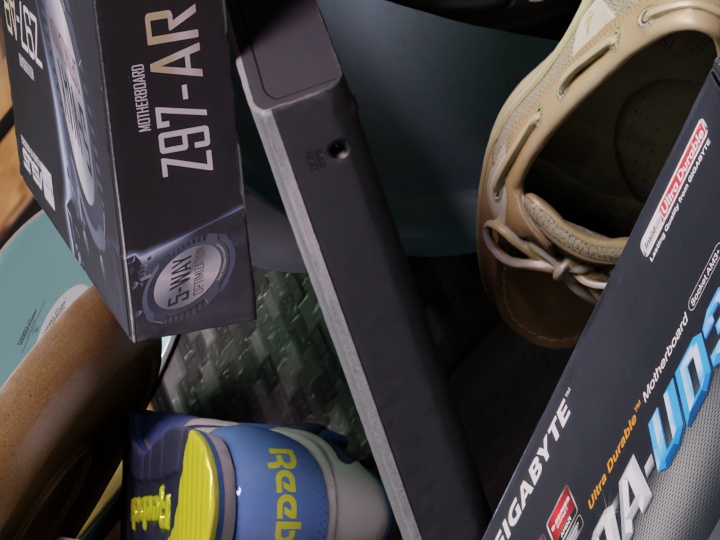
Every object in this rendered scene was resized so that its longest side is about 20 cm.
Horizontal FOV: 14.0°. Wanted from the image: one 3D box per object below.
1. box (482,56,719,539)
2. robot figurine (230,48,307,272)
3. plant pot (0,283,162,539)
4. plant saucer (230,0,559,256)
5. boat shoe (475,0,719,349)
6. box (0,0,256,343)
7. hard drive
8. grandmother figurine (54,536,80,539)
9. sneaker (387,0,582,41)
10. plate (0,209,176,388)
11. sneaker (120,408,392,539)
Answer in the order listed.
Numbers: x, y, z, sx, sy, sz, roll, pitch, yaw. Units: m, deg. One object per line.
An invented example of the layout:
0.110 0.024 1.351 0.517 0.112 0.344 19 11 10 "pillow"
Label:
0.106 0.063 0.863 0.159 0.046 0.201 -110 38 -54 "box"
-0.021 -0.085 1.136 0.113 0.169 0.201 25 118 32 "robot figurine"
-0.131 0.090 1.139 0.201 0.027 0.200 -57 -6 -10 "plant pot"
0.027 -0.103 1.045 0.200 0.200 0.027 -50 17 14 "plant saucer"
0.082 -0.035 0.958 0.201 0.073 0.063 117 173 -47 "boat shoe"
-0.087 -0.084 1.003 0.200 0.043 0.161 -133 36 -65 "box"
0.000 0.000 0.989 0.033 0.201 0.140 -19 28 0 "hard drive"
-0.104 0.182 1.044 0.060 0.121 0.201 -30 47 24 "grandmother figurine"
0.071 -0.103 0.986 0.083 0.199 0.072 -114 30 -71 "sneaker"
-0.146 0.030 1.342 0.200 0.026 0.201 -37 36 33 "plate"
-0.047 0.091 1.108 0.200 0.082 0.074 -176 87 -75 "sneaker"
